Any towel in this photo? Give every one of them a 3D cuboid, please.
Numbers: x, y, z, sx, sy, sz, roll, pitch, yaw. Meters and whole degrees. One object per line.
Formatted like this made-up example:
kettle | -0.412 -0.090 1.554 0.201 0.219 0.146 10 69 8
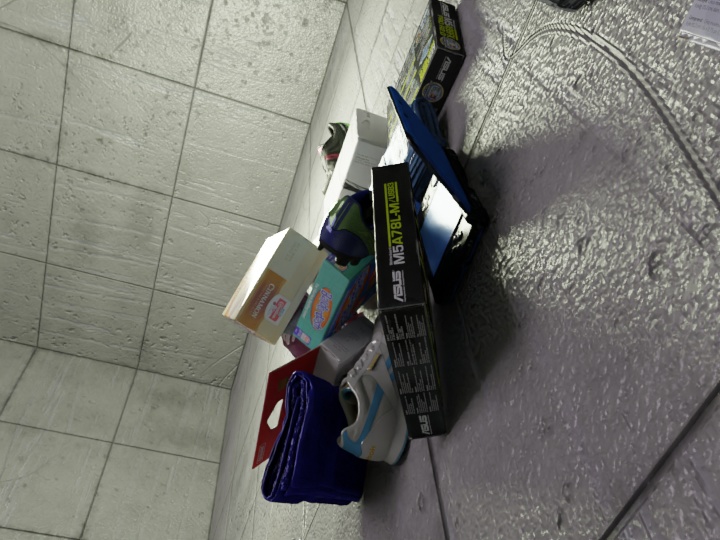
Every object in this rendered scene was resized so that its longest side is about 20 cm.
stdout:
towel | -0.039 0.218 0.847 0.200 0.049 0.150 37 -116 -59
towel | 0.058 -0.143 0.990 0.201 0.048 0.113 116 151 -45

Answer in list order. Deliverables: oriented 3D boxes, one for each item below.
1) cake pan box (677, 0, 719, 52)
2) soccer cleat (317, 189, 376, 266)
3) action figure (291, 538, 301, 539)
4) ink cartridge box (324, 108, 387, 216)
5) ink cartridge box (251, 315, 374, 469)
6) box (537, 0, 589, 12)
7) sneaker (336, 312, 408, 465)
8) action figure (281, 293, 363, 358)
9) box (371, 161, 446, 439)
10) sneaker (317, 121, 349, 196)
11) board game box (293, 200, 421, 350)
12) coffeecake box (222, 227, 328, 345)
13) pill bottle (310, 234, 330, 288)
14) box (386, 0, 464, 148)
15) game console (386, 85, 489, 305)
cake pan box | 0.234 -0.162 0.266 0.201 0.051 0.187 -101 26 -63
soccer cleat | 0.022 -0.057 0.786 0.199 0.064 0.085 -16 -43 -62
action figure | -0.086 0.489 0.950 0.147 0.133 0.204 18 111 36
ink cartridge box | -0.001 -0.169 1.239 0.146 0.083 0.202 -94 22 -56
ink cartridge box | -0.059 0.178 0.924 0.175 0.044 0.202 -30 -34 -42
box | 0.213 -0.339 0.550 0.158 0.049 0.204 172 111 -77
sneaker | 0.019 0.129 0.833 0.077 0.079 0.203 118 163 -51
action figure | -0.045 0.087 1.072 0.199 0.133 0.150 -28 28 52
box | 0.048 0.030 0.680 0.202 0.047 0.195 76 -169 -45
sneaker | -0.072 -0.272 1.671 0.077 0.082 0.204 134 148 -67
board game box | 0.000 0.000 0.921 0.200 0.045 0.153 -43 -15 -43
coffeecake box | -0.138 0.025 1.055 0.155 0.072 0.200 -60 14 -10
pill bottle | -0.035 -0.015 1.153 0.200 0.112 0.117 146 137 -73
box | 0.093 -0.285 1.043 0.162 0.043 0.202 -90 18 -46
game console | 0.065 -0.090 0.783 0.201 0.116 0.173 -97 25 -60
